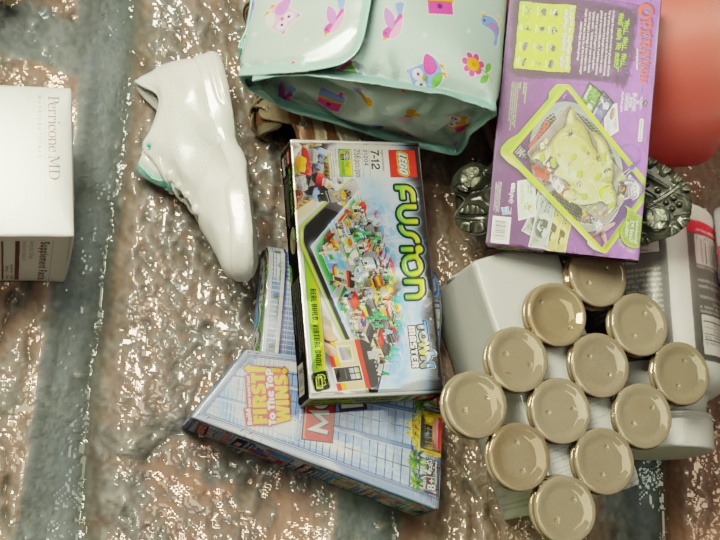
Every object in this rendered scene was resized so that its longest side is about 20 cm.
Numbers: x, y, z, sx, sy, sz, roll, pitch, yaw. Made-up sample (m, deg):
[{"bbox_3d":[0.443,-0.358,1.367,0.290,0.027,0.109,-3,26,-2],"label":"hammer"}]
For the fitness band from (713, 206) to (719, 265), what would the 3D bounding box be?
[{"bbox_3d":[0.354,0.017,1.019,0.143,0.037,0.202,41,37,-25],"label":"fitness band"}]

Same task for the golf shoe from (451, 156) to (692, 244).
[{"bbox_3d":[0.175,-0.061,0.997,0.197,0.088,0.079,5,91,23],"label":"golf shoe"}]

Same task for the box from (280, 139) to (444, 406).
[{"bbox_3d":[0.000,0.000,0.936,0.108,0.035,0.203,-1,75,-17],"label":"box"}]

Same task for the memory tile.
[{"bbox_3d":[0.164,0.090,0.917,0.200,0.017,0.154,-42,90,-22],"label":"memory tile"}]

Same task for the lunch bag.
[{"bbox_3d":[0.009,-0.201,0.947,0.197,0.122,0.173,12,73,-12],"label":"lunch bag"}]

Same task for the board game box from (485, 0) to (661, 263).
[{"bbox_3d":[0.164,-0.112,0.933,0.118,0.032,0.203,6,86,10],"label":"board game box"}]

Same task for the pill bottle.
[{"bbox_3d":[0.249,0.053,1.020,0.109,0.111,0.203,5,73,-15],"label":"pill bottle"}]

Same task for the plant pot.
[{"bbox_3d":[0.197,-0.173,1.037,0.175,0.201,0.203,-11,77,-8],"label":"plant pot"}]

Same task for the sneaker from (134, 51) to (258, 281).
[{"bbox_3d":[-0.134,-0.077,0.972,0.087,0.075,0.202,-12,66,-7],"label":"sneaker"}]

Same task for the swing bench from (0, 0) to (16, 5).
[{"bbox_3d":[-0.324,-0.222,0.882,0.128,0.199,0.203,15,71,-11],"label":"swing bench"}]

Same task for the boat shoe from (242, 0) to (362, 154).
[{"bbox_3d":[-0.056,-0.136,1.006,0.071,0.076,0.202,-22,80,-19],"label":"boat shoe"}]

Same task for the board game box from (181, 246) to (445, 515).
[{"bbox_3d":[-0.035,0.080,0.955,0.197,0.062,0.203,8,72,-15],"label":"board game box"}]

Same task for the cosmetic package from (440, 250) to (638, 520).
[{"bbox_3d":[0.135,0.090,0.976,0.080,0.113,0.203,-13,80,-19],"label":"cosmetic package"}]

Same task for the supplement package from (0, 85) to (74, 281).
[{"bbox_3d":[-0.312,-0.062,0.884,0.197,0.117,0.119,-1,74,-17],"label":"supplement package"}]
